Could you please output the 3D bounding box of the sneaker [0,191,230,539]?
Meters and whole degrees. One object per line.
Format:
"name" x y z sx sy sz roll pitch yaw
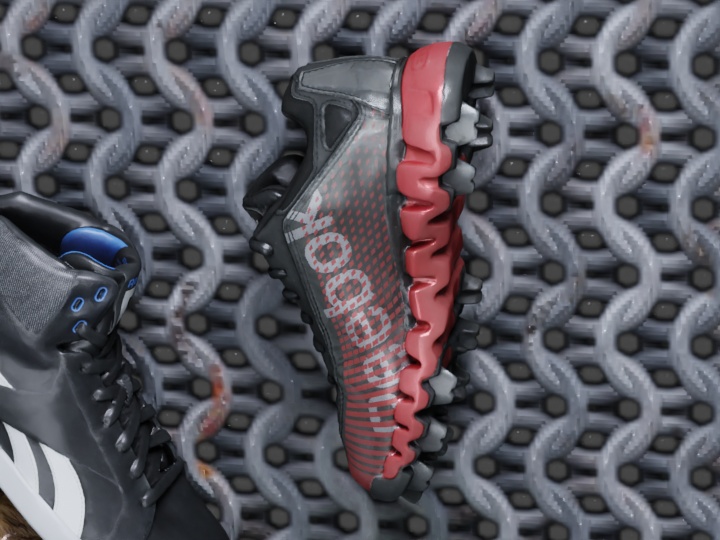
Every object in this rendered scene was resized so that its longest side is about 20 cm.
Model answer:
"sneaker" -0.110 0.050 1.269 0.200 0.073 0.112 42 118 -7

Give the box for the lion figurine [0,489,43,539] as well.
"lion figurine" -0.213 0.129 1.339 0.199 0.073 0.123 -6 118 27

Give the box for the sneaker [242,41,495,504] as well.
"sneaker" 0.000 0.000 1.224 0.098 0.071 0.201 6 114 9
